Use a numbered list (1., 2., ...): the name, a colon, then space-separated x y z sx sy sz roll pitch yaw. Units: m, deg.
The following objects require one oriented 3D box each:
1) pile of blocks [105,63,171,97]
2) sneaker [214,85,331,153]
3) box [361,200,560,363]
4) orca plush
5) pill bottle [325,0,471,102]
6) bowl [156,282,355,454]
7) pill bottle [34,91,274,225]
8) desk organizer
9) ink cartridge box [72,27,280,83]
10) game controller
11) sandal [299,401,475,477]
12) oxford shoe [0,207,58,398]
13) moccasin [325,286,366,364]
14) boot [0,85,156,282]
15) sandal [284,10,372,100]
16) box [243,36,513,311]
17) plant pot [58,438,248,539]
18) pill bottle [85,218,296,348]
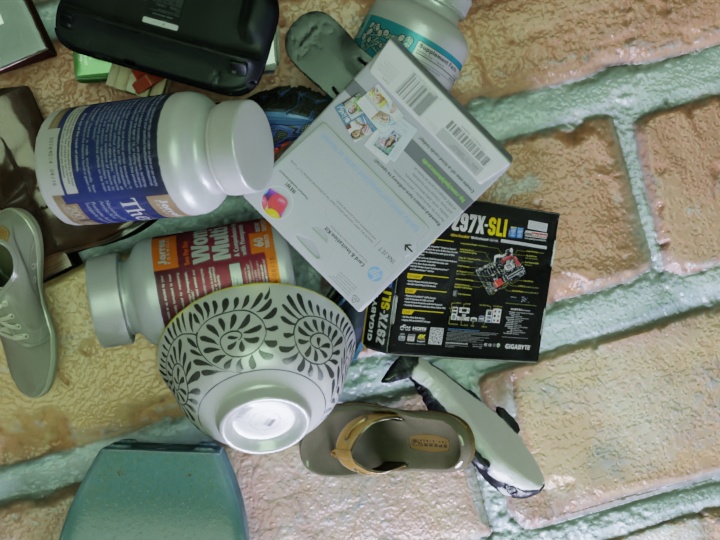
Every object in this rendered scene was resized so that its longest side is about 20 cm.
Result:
1. pile of blocks: -0.162 -0.239 1.071 0.082 0.062 0.200 42 90 -8
2. sneaker: -0.106 -0.130 1.143 0.199 0.075 0.079 -5 116 33
3. box: 0.104 0.008 1.165 0.199 0.049 0.161 5 93 -33
4. orca plush: 0.098 0.174 1.209 0.200 0.105 0.071 36 122 -10
5. pill bottle: 0.036 -0.194 1.154 0.110 0.111 0.201 27 91 -6
6. bowl: -0.096 0.114 1.120 0.199 0.095 0.202 -7 136 -6
7. pill bottle: -0.185 -0.103 1.051 0.199 0.111 0.112 -4 95 21
8. desk organizer: -0.373 -0.291 1.126 0.071 0.077 0.201 -24 96 -3
9. ink cartridge box: -0.183 -0.263 1.141 0.198 0.084 0.147 -3 96 -6
10. game controller: -0.174 -0.227 1.033 0.199 0.042 0.105 17 81 7
11. sandal: 0.018 0.178 1.169 0.199 0.054 0.081 -4 101 30
12. oxford shoe: -0.344 0.038 1.140 0.075 0.058 0.201 12 116 25
13. moccasin: 0.000 0.000 1.179 0.068 0.080 0.201 23 91 -10
14. boot: -0.297 -0.113 1.159 0.186 0.064 0.201 -28 92 -5
15. sandal: 0.012 -0.164 1.077 0.200 0.043 0.076 35 92 0
16. box: 0.015 -0.085 1.056 0.156 0.041 0.200 44 106 -2
17. plant pot: -0.199 0.270 1.135 0.194 0.196 0.202 2 85 -5
18. pill bottle: -0.165 0.015 1.152 0.199 0.110 0.110 -10 95 -5
